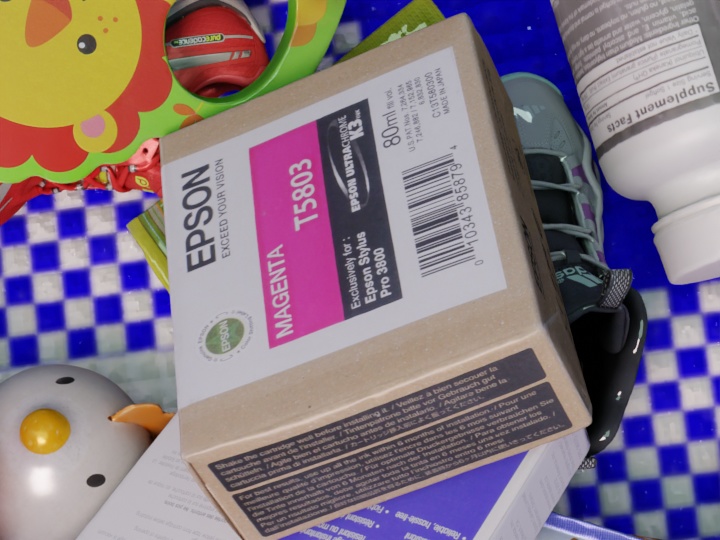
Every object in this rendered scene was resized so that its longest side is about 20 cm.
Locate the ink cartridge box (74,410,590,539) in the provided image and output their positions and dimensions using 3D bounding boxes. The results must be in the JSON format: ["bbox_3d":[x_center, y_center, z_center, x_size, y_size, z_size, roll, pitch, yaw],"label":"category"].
[{"bbox_3d":[-0.028,0.118,0.838,0.197,0.044,0.200,12,50,38],"label":"ink cartridge box"}]

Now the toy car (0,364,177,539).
[{"bbox_3d":[-0.171,0.094,0.906,0.198,0.177,0.186,-20,69,-9],"label":"toy car"}]

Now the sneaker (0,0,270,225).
[{"bbox_3d":[-0.131,-0.066,0.961,0.199,0.077,0.085,-37,86,1],"label":"sneaker"}]

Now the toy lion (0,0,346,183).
[{"bbox_3d":[-0.118,-0.123,0.906,0.199,0.069,0.193,26,94,-15],"label":"toy lion"}]

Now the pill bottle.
[{"bbox_3d":[0.157,-0.101,0.915,0.110,0.111,0.202,-16,82,4],"label":"pill bottle"}]

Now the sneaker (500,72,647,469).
[{"bbox_3d":[0.097,-0.003,0.889,0.077,0.140,0.202,-5,85,-10],"label":"sneaker"}]

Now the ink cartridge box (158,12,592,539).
[{"bbox_3d":[0.000,0.000,0.840,0.163,0.075,0.201,-21,46,11],"label":"ink cartridge box"}]

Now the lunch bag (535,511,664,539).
[{"bbox_3d":[0.151,0.215,0.871,0.198,0.124,0.172,13,83,15],"label":"lunch bag"}]

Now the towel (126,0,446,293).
[{"bbox_3d":[-0.020,-0.050,0.974,0.199,0.018,0.086,-38,81,0],"label":"towel"}]
